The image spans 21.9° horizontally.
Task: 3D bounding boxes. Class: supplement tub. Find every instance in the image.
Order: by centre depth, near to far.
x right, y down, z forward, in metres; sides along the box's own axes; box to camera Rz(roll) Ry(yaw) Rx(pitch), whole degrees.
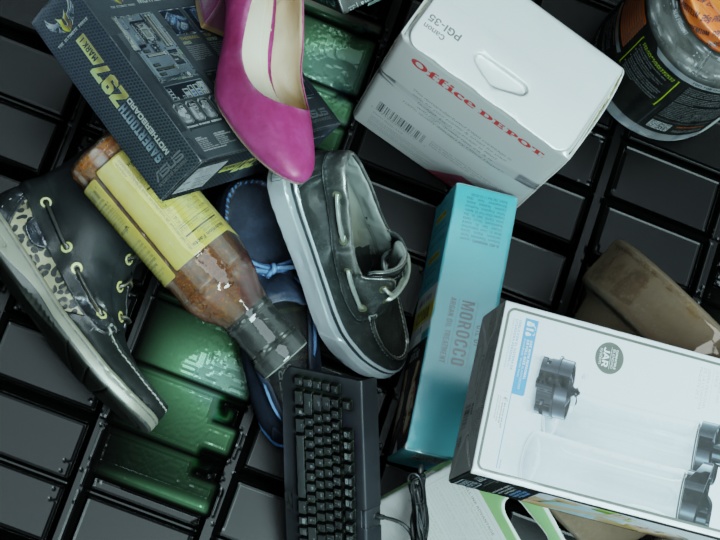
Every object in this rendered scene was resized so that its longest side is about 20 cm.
[{"bbox_3d":[0.254,-0.178,1.385,0.122,0.200,0.123,2,79,-10],"label":"supplement tub"}]

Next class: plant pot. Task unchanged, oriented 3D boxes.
[{"bbox_3d":[0.195,0.107,1.337,0.175,0.200,0.200,-44,89,1],"label":"plant pot"}]

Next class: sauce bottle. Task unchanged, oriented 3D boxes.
[{"bbox_3d":[-0.117,-0.012,1.293,0.066,0.066,0.200,-39,92,-15],"label":"sauce bottle"}]

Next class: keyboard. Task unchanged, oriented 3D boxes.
[{"bbox_3d":[-0.002,0.170,1.290,0.126,0.021,0.201,7,107,31],"label":"keyboard"}]

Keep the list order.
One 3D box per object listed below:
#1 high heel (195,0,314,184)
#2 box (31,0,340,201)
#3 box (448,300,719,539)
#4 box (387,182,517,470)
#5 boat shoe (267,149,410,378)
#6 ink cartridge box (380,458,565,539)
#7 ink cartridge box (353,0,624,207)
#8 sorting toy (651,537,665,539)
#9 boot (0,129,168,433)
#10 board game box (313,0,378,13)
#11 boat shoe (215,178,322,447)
[{"bbox_3d":[-0.053,-0.154,1.269,0.067,0.096,0.201,21,37,-37],"label":"high heel"},{"bbox_3d":[-0.119,-0.139,1.319,0.051,0.200,0.158,-40,82,28],"label":"box"},{"bbox_3d":[0.167,0.101,1.186,0.199,0.060,0.117,16,75,-8],"label":"box"},{"bbox_3d":[0.067,0.044,1.368,0.049,0.082,0.201,13,76,-6],"label":"box"},{"bbox_3d":[0.000,0.000,1.321,0.201,0.071,0.072,62,37,-35],"label":"boat shoe"},{"bbox_3d":[0.085,0.200,1.282,0.048,0.200,0.146,-24,82,-45],"label":"ink cartridge box"},{"bbox_3d":[0.089,-0.127,1.345,0.146,0.200,0.083,36,75,-2],"label":"ink cartridge box"},{"bbox_3d":[0.311,0.156,1.335,0.199,0.185,0.037,-20,79,-13],"label":"sorting toy"},{"bbox_3d":[-0.167,-0.002,1.342,0.154,0.073,0.204,-38,89,-18],"label":"boot"},{"bbox_3d":[0.002,-0.243,1.362,0.135,0.200,0.028,-28,117,-14],"label":"board game box"},{"bbox_3d":[-0.056,0.025,1.356,0.084,0.069,0.201,-16,82,-13],"label":"boat shoe"}]
